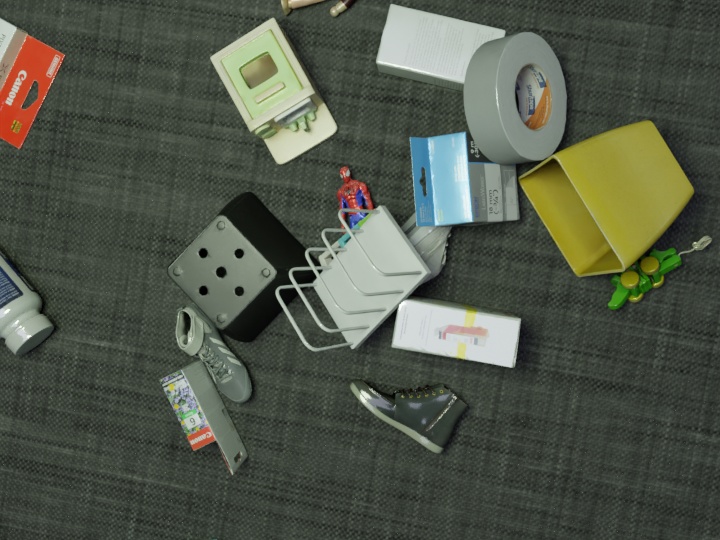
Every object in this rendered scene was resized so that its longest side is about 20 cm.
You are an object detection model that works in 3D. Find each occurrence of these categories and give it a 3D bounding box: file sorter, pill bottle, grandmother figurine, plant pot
[{"bbox_3d":[-0.022,0.016,1.131,0.200,0.124,0.139,-48,64,31],"label":"file sorter"},{"bbox_3d":[-0.653,0.052,1.304,0.111,0.111,0.200,-41,88,6],"label":"pill bottle"},{"bbox_3d":[-0.043,-0.507,1.245,0.198,0.061,0.122,-10,119,3],"label":"grandmother figurine"},{"bbox_3d":[-0.210,-0.002,1.224,0.200,0.177,0.200,-44,88,5],"label":"plant pot"},{"bbox_3d":[0.401,-0.125,1.156,0.176,0.200,0.201,-32,89,-5],"label":"plant pot"}]

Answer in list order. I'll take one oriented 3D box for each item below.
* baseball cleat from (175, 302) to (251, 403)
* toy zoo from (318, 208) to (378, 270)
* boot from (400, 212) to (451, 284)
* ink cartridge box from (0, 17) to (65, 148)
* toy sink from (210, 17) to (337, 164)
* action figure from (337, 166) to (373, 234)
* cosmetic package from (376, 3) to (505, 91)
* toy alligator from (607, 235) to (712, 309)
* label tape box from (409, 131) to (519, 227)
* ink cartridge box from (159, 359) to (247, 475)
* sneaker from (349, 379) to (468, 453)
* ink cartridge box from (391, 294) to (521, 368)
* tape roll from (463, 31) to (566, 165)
[{"bbox_3d":[-0.268,0.153,1.272,0.069,0.106,0.201,-34,84,20],"label":"baseball cleat"},{"bbox_3d":[0.000,0.000,1.228,0.200,0.020,0.132,-39,74,42],"label":"toy zoo"},{"bbox_3d":[0.126,-0.053,1.249,0.200,0.074,0.096,-39,120,-7],"label":"boot"},{"bbox_3d":[-0.665,-0.352,1.321,0.173,0.044,0.201,29,95,5],"label":"ink cartridge box"},{"bbox_3d":[-0.144,-0.301,1.234,0.130,0.112,0.201,-28,90,7],"label":"toy sink"},{"bbox_3d":[-0.001,-0.084,1.261,0.065,0.052,0.202,-17,89,22],"label":"action figure"},{"bbox_3d":[0.135,-0.371,1.222,0.198,0.071,0.102,15,94,4],"label":"cosmetic package"},{"bbox_3d":[0.491,-0.009,1.215,0.199,0.059,0.054,-37,48,6],"label":"toy alligator"},{"bbox_3d":[0.174,-0.146,1.170,0.063,0.199,0.146,-4,92,46],"label":"label tape box"},{"bbox_3d":[-0.275,0.264,1.276,0.050,0.109,0.201,-26,90,6],"label":"ink cartridge box"},{"bbox_3d":[0.085,0.222,1.262,0.199,0.075,0.107,33,91,-6],"label":"sneaker"},{"bbox_3d":[0.159,0.097,1.207,0.198,0.145,0.084,10,92,5],"label":"ink cartridge box"},{"bbox_3d":[0.251,-0.273,1.155,0.066,0.199,0.203,2,94,48],"label":"tape roll"}]
